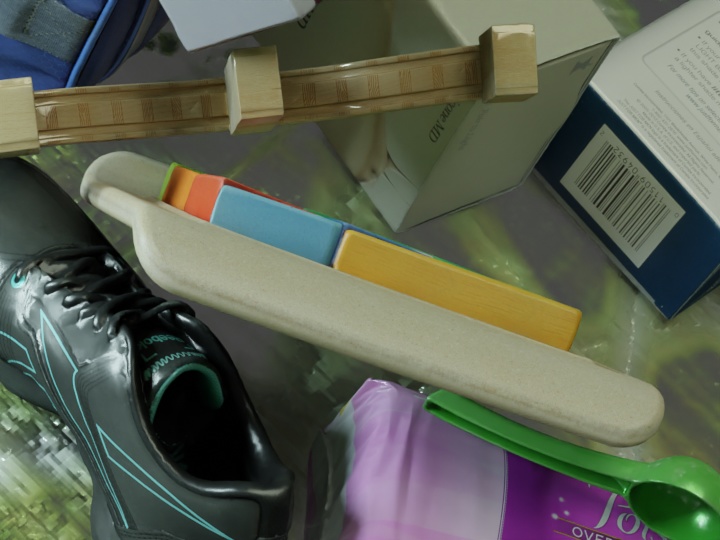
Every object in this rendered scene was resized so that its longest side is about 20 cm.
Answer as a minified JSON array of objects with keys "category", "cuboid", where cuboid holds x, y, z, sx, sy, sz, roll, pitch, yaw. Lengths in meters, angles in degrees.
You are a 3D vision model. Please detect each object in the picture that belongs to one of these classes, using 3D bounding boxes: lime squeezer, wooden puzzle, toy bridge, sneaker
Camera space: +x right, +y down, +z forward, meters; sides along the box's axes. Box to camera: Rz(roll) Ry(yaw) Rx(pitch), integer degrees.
[{"category":"lime squeezer","cuboid":[0.107,0.104,0.883,0.071,0.038,0.200,-20,66,-37]},{"category":"wooden puzzle","cuboid":[0.000,0.000,0.936,0.185,0.037,0.200,20,5,-13]},{"category":"toy bridge","cuboid":[-0.039,-0.063,0.961,0.200,0.067,0.027,-7,89,-6]},{"category":"sneaker","cuboid":[-0.080,0.028,0.922,0.075,0.079,0.200,-21,65,-35]}]

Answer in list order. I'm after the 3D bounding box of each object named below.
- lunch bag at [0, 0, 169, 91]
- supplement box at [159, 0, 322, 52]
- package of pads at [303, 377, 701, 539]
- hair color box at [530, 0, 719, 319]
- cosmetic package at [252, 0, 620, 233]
[{"category":"lunch bag","cuboid":[-0.146,-0.164,0.995,0.200,0.136,0.132,37,47,3]},{"category":"supplement box","cuboid":[-0.016,-0.178,0.958,0.200,0.061,0.109,-47,115,-41]},{"category":"package of pads","cuboid":[0.072,0.124,0.925,0.200,0.076,0.121,20,50,-12]},{"category":"hair color box","cuboid":[0.169,-0.069,1.132,0.200,0.061,0.100,-31,75,-40]},{"category":"cosmetic package","cuboid":[0.003,-0.128,1.066,0.073,0.104,0.200,-21,65,-35]}]
